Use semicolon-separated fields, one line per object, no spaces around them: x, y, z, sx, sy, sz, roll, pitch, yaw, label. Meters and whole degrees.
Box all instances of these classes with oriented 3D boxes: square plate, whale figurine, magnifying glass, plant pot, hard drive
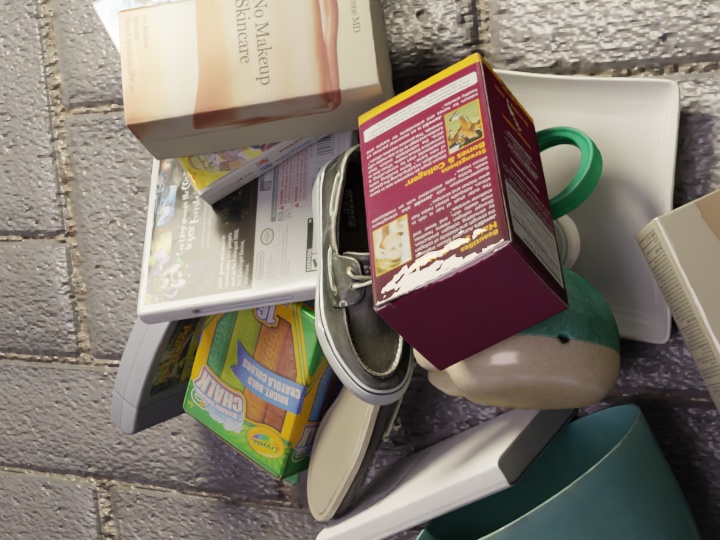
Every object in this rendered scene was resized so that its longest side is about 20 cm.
0.157;-0.054;1.254;0.200;0.028;0.198;9;105;36;square plate
0.117;0.052;1.233;0.200;0.159;0.104;145;131;-72;whale figurine
0.096;-0.070;1.242;0.200;0.022;0.080;-3;55;43;magnifying glass
0.165;0.221;1.209;0.201;0.201;0.161;-31;95;38;plant pot
0.068;0.164;1.302;0.200;0.132;0.027;-30;95;38;hard drive

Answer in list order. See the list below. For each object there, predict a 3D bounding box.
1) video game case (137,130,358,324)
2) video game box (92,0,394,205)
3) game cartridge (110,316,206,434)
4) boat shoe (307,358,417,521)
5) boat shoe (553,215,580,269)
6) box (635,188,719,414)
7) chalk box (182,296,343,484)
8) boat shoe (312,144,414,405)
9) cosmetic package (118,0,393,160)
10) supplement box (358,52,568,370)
-0.090;-0.057;1.341;0.182;0.023;0.200;-9;58;16;video game case
-0.098;-0.183;1.344;0.182;0.047;0.200;-30;73;0;video game box
-0.153;0.055;1.448;0.041;0.133;0.200;39;121;26;game cartridge
0.016;0.116;1.317;0.073;0.063;0.200;33;105;58;boat shoe
0.073;-0.015;1.265;0.200;0.068;0.072;4;103;38;boat shoe
0.273;0.044;1.130;0.078;0.095;0.200;-25;84;-2;box
-0.061;0.091;1.391;0.124;0.124;0.200;30;116;30;chalk box
0.000;0.000;1.224;0.071;0.072;0.200;124;136;-66;boat shoe
-0.079;-0.159;1.266;0.200;0.087;0.103;-9;74;7;cosmetic package
0.070;-0.044;1.160;0.110;0.086;0.200;-27;42;22;supplement box
